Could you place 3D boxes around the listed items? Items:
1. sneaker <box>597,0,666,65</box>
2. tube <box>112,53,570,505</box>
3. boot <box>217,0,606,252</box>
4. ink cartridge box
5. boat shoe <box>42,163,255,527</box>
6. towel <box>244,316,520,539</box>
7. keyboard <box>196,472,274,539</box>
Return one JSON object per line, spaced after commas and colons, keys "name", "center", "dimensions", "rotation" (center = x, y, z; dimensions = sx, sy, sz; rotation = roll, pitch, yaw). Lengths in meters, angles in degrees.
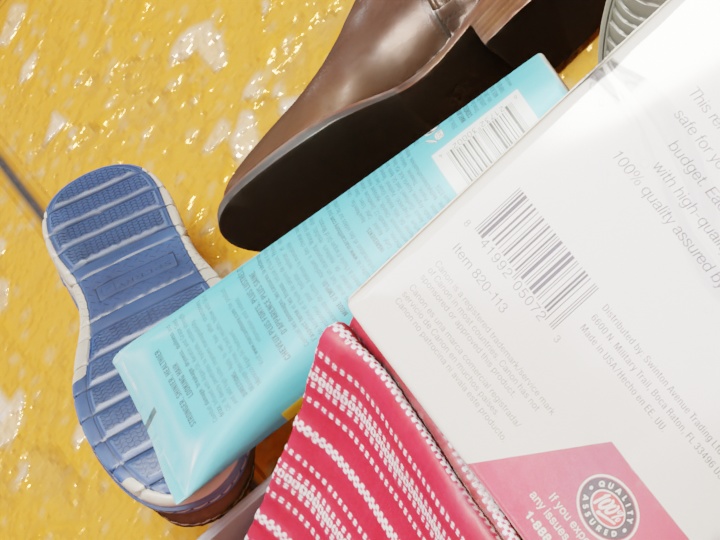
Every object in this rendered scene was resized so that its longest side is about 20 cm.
{"name": "sneaker", "center": [0.156, -0.124, 0.975], "dimensions": [0.075, 0.106, 0.200], "rotation": [34, 122, 28]}
{"name": "tube", "center": [0.000, 0.000, 0.994], "dimensions": [0.200, 0.050, 0.077], "rotation": [-36, 42, 6]}
{"name": "boot", "center": [-0.008, -0.123, 1.122], "dimensions": [0.186, 0.064, 0.200], "rotation": [-34, 50, 7]}
{"name": "ink cartridge box", "center": [0.120, 0.002, 0.883], "dimensions": [0.200, 0.083, 0.147], "rotation": [-43, 71, 16]}
{"name": "boat shoe", "center": [-0.072, 0.037, 1.084], "dimensions": [0.072, 0.072, 0.200], "rotation": [-23, 39, 3]}
{"name": "towel", "center": [-0.010, 0.134, 0.954], "dimensions": [0.145, 0.022, 0.200], "rotation": [56, 133, 42]}
{"name": "keyboard", "center": [-0.015, 0.083, 1.020], "dimensions": [0.200, 0.056, 0.011], "rotation": [-42, 47, 18]}
